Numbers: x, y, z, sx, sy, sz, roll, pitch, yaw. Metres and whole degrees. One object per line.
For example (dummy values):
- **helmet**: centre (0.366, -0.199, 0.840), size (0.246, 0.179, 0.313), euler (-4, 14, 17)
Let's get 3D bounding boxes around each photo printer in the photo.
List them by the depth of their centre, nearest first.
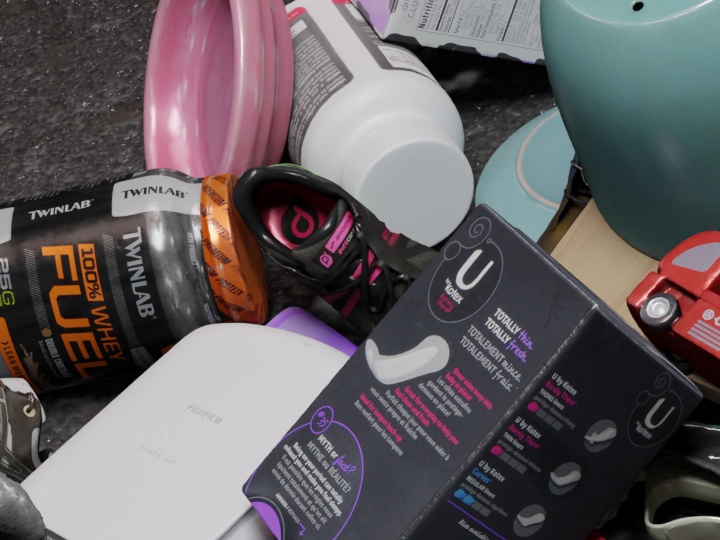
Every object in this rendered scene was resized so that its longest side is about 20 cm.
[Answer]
- **photo printer**: centre (-0.081, 0.112, 1.289), size (0.200, 0.070, 0.166), euler (-42, 39, -25)

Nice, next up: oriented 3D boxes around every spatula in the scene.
- **spatula**: centre (0.013, 0.069, 1.359), size (0.199, 0.021, 0.056), euler (21, 49, 40)

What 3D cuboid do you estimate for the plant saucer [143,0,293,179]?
- **plant saucer**: centre (-0.093, -0.120, 1.534), size (0.050, 0.202, 0.201), euler (4, 29, -23)

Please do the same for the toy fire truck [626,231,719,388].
- **toy fire truck**: centre (0.244, 0.018, 1.139), size (0.141, 0.049, 0.200), euler (-47, 46, -9)

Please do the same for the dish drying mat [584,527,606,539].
- **dish drying mat**: centre (0.068, 0.125, 1.239), size (0.077, 0.018, 0.200), euler (-45, 37, 5)

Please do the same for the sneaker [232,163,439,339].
- **sneaker**: centre (0.000, 0.000, 1.367), size (0.199, 0.084, 0.077), euler (30, 93, 21)

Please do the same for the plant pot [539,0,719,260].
- **plant pot**: centre (0.186, -0.128, 1.208), size (0.199, 0.161, 0.202), euler (-15, 50, 19)

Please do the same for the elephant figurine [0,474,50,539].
- **elephant figurine**: centre (-0.232, 0.155, 1.193), size (0.154, 0.201, 0.142), euler (-10, 36, 10)

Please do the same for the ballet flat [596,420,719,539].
- **ballet flat**: centre (0.151, 0.105, 1.215), size (0.199, 0.068, 0.069), euler (11, 51, 34)

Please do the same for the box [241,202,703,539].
- **box**: centre (0.056, 0.089, 1.174), size (0.200, 0.106, 0.122), euler (-50, 39, 5)

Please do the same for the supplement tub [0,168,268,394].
- **supplement tub**: centre (-0.165, 0.007, 1.431), size (0.198, 0.123, 0.123), euler (-13, 35, 8)

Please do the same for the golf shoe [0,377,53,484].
- **golf shoe**: centre (-0.232, 0.080, 1.291), size (0.077, 0.201, 0.095), euler (21, 59, 27)

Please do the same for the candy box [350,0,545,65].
- **candy box**: centre (0.082, -0.210, 1.580), size (0.199, 0.072, 0.168), euler (6, 27, -25)

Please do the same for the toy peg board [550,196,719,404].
- **toy peg board**: centre (0.233, -0.002, 1.263), size (0.198, 0.098, 0.200), euler (25, 72, 40)

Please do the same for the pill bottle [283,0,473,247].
- **pill bottle**: centre (0.003, -0.096, 1.507), size (0.110, 0.111, 0.200), euler (-22, 35, -7)

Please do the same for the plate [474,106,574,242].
- **plate**: centre (0.168, -0.070, 1.476), size (0.199, 0.026, 0.201), euler (-12, 36, 9)

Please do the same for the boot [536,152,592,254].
- **boot**: centre (0.133, -0.036, 1.361), size (0.074, 0.097, 0.201), euler (19, 62, 29)
